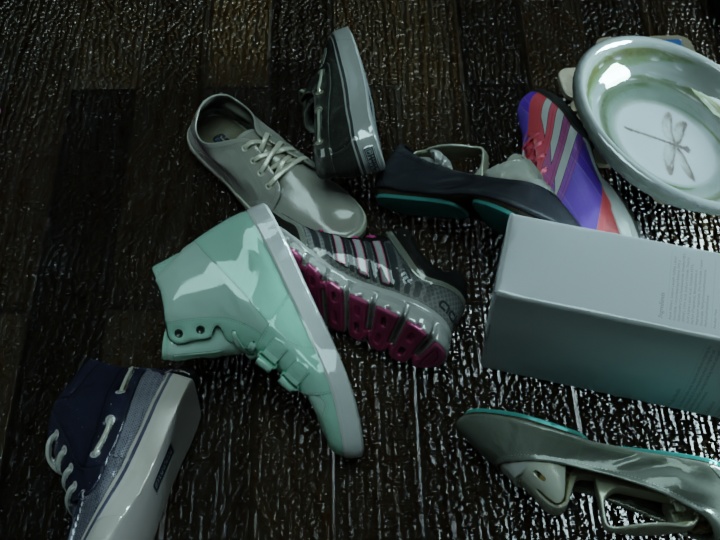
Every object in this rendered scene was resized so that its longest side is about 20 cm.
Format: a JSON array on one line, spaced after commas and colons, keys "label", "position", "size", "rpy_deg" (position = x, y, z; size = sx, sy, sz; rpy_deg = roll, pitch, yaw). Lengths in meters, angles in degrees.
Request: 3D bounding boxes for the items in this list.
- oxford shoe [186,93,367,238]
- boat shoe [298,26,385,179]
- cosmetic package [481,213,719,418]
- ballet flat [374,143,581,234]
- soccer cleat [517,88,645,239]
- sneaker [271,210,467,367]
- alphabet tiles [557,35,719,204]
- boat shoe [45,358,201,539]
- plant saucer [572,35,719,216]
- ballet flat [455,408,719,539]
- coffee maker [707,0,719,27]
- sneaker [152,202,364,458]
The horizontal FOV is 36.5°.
[{"label": "oxford shoe", "position": [-0.077, -0.086, 0.942], "size": [0.200, 0.058, 0.075], "rpy_deg": [39, 60, 21]}, {"label": "boat shoe", "position": [-0.023, -0.151, 0.967], "size": [0.063, 0.071, 0.200], "rpy_deg": [-14, 38, 5]}, {"label": "cosmetic package", "position": [0.197, 0.036, 0.824], "size": [0.199, 0.113, 0.081], "rpy_deg": [14, 56, 7]}, {"label": "ballet flat", "position": [0.102, -0.067, 0.894], "size": [0.200, 0.073, 0.073], "rpy_deg": [16, 54, 33]}, {"label": "soccer cleat", "position": [0.168, -0.075, 0.931], "size": [0.073, 0.068, 0.200], "rpy_deg": [-18, 59, -8]}, {"label": "sneaker", "position": [0.000, 0.000, 0.875], "size": [0.200, 0.074, 0.087], "rpy_deg": [27, 52, 20]}, {"label": "alphabet tiles", "position": [0.284, -0.141, 1.001], "size": [0.195, 0.015, 0.200], "rpy_deg": [-4, 55, -10]}, {"label": "boat shoe", "position": [-0.188, 0.150, 0.772], "size": [0.092, 0.075, 0.200], "rpy_deg": [10, 47, 12]}, {"label": "plant saucer", "position": [0.263, -0.114, 0.926], "size": [0.200, 0.050, 0.201], "rpy_deg": [12, 50, -14]}, {"label": "ballet flat", "position": [0.161, 0.148, 0.773], "size": [0.199, 0.067, 0.064], "rpy_deg": [12, 63, 8]}, {"label": "coffee maker", "position": [0.450, -0.280, 1.033], "size": [0.200, 0.135, 0.192], "rpy_deg": [-22, 58, -14]}, {"label": "sneaker", "position": [-0.079, 0.064, 0.810], "size": [0.118, 0.074, 0.201], "rpy_deg": [-26, 86, -4]}]
